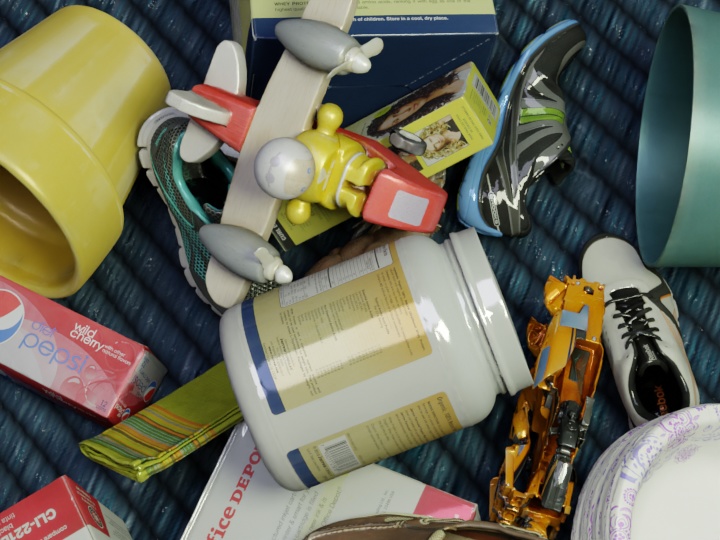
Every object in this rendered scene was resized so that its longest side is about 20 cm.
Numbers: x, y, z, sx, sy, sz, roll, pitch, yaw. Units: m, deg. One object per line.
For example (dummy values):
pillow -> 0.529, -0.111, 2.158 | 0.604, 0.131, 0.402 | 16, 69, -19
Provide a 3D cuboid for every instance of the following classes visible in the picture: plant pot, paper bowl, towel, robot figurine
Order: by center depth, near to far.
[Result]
paper bowl -> 0.243, 0.203, 1.252 | 0.199, 0.104, 0.202 | 7, 72, -20
robot figurine -> 0.140, 0.113, 1.317 | 0.058, 0.145, 0.201 | 15, 60, 2
plant pot -> 0.310, -0.094, 1.346 | 0.160, 0.201, 0.202 | 6, 68, -2
towel -> -0.119, 0.100, 1.365 | 0.199, 0.018, 0.086 | -31, 30, -33
plant pot -> -0.261, -0.112, 1.461 | 0.200, 0.201, 0.189 | 24, 57, 18

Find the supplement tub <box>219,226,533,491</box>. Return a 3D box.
supplement tub -> 0.012, 0.061, 1.264 | 0.199, 0.145, 0.145 | -21, 66, 4

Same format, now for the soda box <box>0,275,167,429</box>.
soda box -> -0.264, 0.063, 1.449 | 0.199, 0.063, 0.070 | 24, 74, 19

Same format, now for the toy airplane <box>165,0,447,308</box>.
toy airplane -> -0.056, -0.091, 1.293 | 0.198, 0.141, 0.201 | -20, 98, 14

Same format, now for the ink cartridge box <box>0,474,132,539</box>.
ink cartridge box -> -0.192, 0.273, 1.304 | 0.083, 0.144, 0.201 | -31, 65, -2

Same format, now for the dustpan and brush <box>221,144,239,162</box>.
dustpan and brush -> -0.032, -0.123, 1.483 | 0.199, 0.057, 0.140 | 33, 70, 5

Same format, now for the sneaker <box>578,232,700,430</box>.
sneaker -> 0.221, 0.053, 1.358 | 0.073, 0.080, 0.201 | -20, 64, 3

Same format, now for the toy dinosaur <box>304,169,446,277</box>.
toy dinosaur -> 0.000, 0.000, 1.398 | 0.199, 0.086, 0.136 | -26, 36, -4

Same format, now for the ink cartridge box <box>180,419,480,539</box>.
ink cartridge box -> -0.025, 0.217, 1.331 | 0.199, 0.084, 0.146 | 21, 72, 17

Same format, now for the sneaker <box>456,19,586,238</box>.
sneaker -> 0.145, -0.115, 1.453 | 0.082, 0.071, 0.201 | 22, 74, 3

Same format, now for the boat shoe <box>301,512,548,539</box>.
boat shoe -> 0.049, 0.202, 1.238 | 0.200, 0.075, 0.075 | 0, 66, 7

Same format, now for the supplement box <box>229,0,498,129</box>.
supplement box -> -0.006, -0.233, 1.449 | 0.198, 0.135, 0.201 | -2, 60, -10

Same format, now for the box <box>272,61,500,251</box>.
box -> 0.014, -0.091, 1.400 | 0.199, 0.050, 0.075 | -28, 21, 21

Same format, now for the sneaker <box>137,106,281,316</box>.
sneaker -> -0.115, -0.036, 1.410 | 0.077, 0.091, 0.201 | -32, 103, -12
